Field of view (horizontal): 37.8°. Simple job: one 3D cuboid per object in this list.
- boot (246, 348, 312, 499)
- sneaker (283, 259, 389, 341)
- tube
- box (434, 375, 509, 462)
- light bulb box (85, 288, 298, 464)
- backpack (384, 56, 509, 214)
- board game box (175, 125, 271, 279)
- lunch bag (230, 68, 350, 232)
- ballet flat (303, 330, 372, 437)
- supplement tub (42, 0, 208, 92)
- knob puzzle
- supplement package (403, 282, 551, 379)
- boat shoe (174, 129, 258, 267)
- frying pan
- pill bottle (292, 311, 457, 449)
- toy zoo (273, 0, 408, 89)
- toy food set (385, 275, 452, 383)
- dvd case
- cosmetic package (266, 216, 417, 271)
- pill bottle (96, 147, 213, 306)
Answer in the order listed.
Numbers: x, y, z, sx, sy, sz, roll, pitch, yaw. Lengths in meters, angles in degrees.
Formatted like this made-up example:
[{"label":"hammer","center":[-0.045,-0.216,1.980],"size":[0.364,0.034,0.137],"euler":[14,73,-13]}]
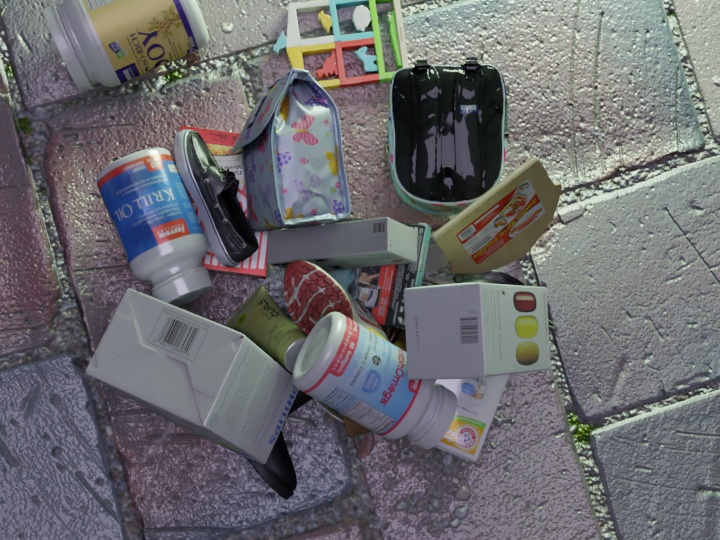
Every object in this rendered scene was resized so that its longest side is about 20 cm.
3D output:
[{"label":"boot","center":[-0.109,0.199,1.492],"size":[0.162,0.073,0.199],"euler":[-38,85,-6]},{"label":"sneaker","center":[-0.032,0.065,1.404],"size":[0.078,0.082,0.200],"euler":[-38,108,9]},{"label":"tube","center":[-0.125,0.081,1.452],"size":[0.057,0.200,0.053],"euler":[-10,114,-26]},{"label":"box","center":[0.142,0.155,1.491],"size":[0.100,0.112,0.202],"euler":[23,83,-7]},{"label":"light bulb box","center":[-0.212,0.141,1.374],"size":[0.196,0.200,0.126],"euler":[20,75,25]},{"label":"backpack","center":[0.122,-0.181,1.500],"size":[0.175,0.151,0.203],"euler":[-2,77,1]},{"label":"board game box","center":[-0.197,-0.097,1.521],"size":[0.149,0.046,0.203],"euler":[6,85,-4]},{"label":"lunch bag","center":[-0.100,-0.159,1.426],"size":[0.125,0.169,0.203],"euler":[-5,91,-21]},{"label":"ballet flat","center":[-0.043,0.142,1.436],"size":[0.072,0.068,0.201],"euler":[-39,73,15]},{"label":"supplement tub","center":[-0.329,-0.349,1.483],"size":[0.198,0.145,0.147],"euler":[-25,87,-6]},{"label":"knob puzzle","center":[0.199,-0.067,1.489],"size":[0.218,0.220,0.031],"euler":[-31,58,-7]},{"label":"supplement package","center":[0.152,0.076,1.331],"size":[0.108,0.199,0.115],"euler":[-5,86,33]},{"label":"boat shoe","center":[-0.194,-0.107,1.450],"size":[0.066,0.070,0.202],"euler":[-22,83,24]},{"label":"frying pan","center":[0.216,0.041,1.498],"size":[0.189,0.114,0.031],"euler":[26,118,28]},{"label":"pill bottle","center":[0.021,0.145,1.335],"size":[0.199,0.109,0.110],"euler":[31,83,-16]},{"label":"toy zoo","center":[-0.032,-0.339,1.567],"size":[0.197,0.020,0.133],"euler":[-8,86,-5]},{"label":"toy food set","center":[0.054,0.102,1.471],"size":[0.060,0.143,0.202],"euler":[25,84,-32]},{"label":"dvd case","center":[0.000,0.000,1.485],"size":[0.198,0.022,0.148],"euler":[6,83,32]},{"label":"cosmetic package","center":[-0.026,-0.031,1.447],"size":[0.198,0.082,0.051],"euler":[-5,79,32]},{"label":"pill bottle","center":[-0.274,-0.054,1.433],"size":[0.111,0.112,0.202],"euler":[-24,84,-6]}]
